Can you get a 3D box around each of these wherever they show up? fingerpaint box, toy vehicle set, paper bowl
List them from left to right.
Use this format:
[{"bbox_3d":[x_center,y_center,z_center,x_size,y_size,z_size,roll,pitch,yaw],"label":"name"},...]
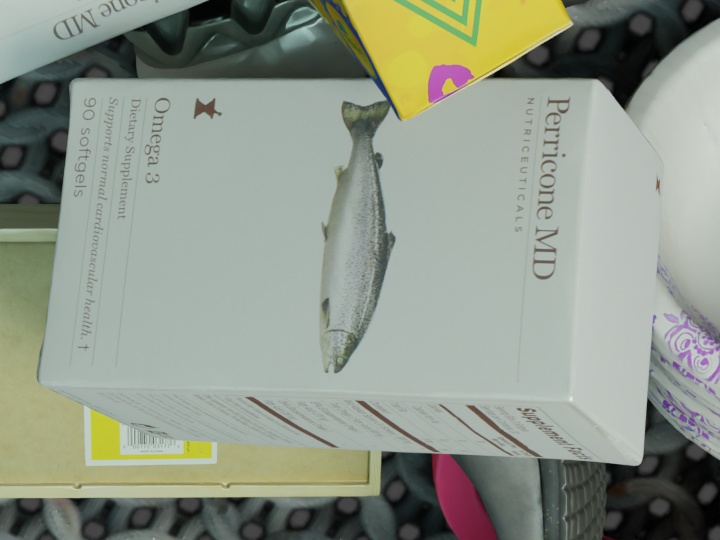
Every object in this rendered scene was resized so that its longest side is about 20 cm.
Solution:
[{"bbox_3d":[-0.089,0.035,1.156,0.199,0.027,0.125,1,113,-5],"label":"toy vehicle set"},{"bbox_3d":[-0.018,-0.171,0.956,0.073,0.200,0.167,-30,123,-3],"label":"fingerpaint box"},{"bbox_3d":[0.194,-0.005,1.078,0.200,0.201,0.105,-11,148,1],"label":"paper bowl"}]

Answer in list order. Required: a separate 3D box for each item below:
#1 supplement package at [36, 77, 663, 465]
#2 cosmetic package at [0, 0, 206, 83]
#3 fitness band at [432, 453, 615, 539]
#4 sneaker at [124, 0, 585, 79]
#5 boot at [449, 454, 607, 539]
[{"bbox_3d":[0.000,0.000,0.995,0.199,0.117,0.118,1,76,19],"label":"supplement package"},{"bbox_3d":[-0.134,-0.182,1.027,0.112,0.081,0.201,-22,112,11],"label":"cosmetic package"},{"bbox_3d":[0.127,0.082,1.174,0.199,0.037,0.144,18,119,-17],"label":"fitness band"},{"bbox_3d":[0.010,-0.090,1.089,0.199,0.074,0.089,-10,122,12],"label":"sneaker"},{"bbox_3d":[0.024,0.051,1.104,0.131,0.070,0.201,-6,96,18],"label":"boot"}]
